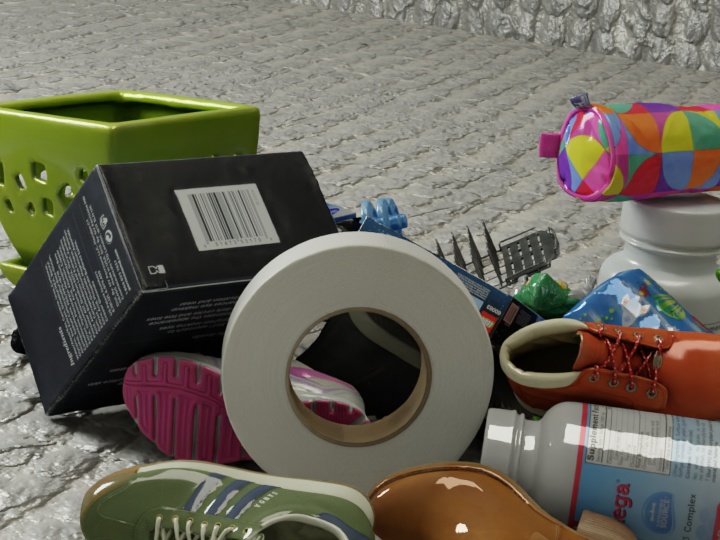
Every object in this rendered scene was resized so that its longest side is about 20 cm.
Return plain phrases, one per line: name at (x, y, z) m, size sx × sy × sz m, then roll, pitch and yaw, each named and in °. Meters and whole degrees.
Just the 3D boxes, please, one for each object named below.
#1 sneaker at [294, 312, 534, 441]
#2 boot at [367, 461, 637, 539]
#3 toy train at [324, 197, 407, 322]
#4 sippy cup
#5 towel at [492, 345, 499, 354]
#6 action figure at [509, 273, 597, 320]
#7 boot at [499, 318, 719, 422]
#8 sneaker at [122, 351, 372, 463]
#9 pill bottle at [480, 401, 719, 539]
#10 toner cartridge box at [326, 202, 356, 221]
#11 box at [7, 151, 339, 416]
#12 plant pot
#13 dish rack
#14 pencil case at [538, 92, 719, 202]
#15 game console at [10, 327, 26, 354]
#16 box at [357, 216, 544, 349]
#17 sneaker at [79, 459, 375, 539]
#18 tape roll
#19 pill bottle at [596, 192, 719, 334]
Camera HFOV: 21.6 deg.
sneaker at (0.043, 0.096, 1.530) m, size 0.199 × 0.106 × 0.075 m, roll 35°, pitch 34°, yaw -17°
boot at (0.081, 0.199, 1.234) m, size 0.199 × 0.077 × 0.155 m, roll 17°, pitch 23°, yaw 11°
toy train at (0.000, 0.000, 1.621) m, size 0.086 × 0.115 × 0.200 m, roll -11°, pitch 1°, yaw 11°
sippy cup at (0.220, 0.075, 1.478) m, size 0.177 × 0.140 × 0.131 m, roll -27°, pitch 71°, yaw -33°
towel at (0.072, 0.071, 1.658) m, size 0.199 × 0.035 × 0.132 m, roll -4°, pitch 8°, yaw -37°
action figure at (0.171, 0.030, 1.665) m, size 0.117 × 0.055 × 0.200 m, roll 1°, pitch -8°, yaw 12°
boot at (0.198, 0.073, 1.365) m, size 0.198 × 0.076 × 0.107 m, roll -3°, pitch -20°, yaw 18°
sneaker at (-0.085, 0.107, 1.462) m, size 0.198 × 0.082 × 0.088 m, roll 15°, pitch 16°, yaw 1°
pill bottle at (0.183, 0.152, 1.338) m, size 0.198 × 0.110 × 0.109 m, roll 7°, pitch 16°, yaw 6°
toner cartridge box at (-0.084, -0.001, 1.780) m, size 0.043 × 0.096 × 0.199 m, roll 19°, pitch 21°, yaw 34°
box at (-0.147, 0.010, 1.502) m, size 0.196 × 0.200 × 0.118 m, roll -6°, pitch 62°, yaw -37°
plant pot at (-0.225, -0.066, 1.771) m, size 0.198 × 0.183 × 0.199 m, roll 10°, pitch 16°, yaw 39°
dish rack at (0.090, -0.001, 1.785) m, size 0.199 × 0.055 × 0.154 m, roll -23°, pitch 14°, yaw 7°
pencil case at (0.249, -0.101, 1.551) m, size 0.199 × 0.089 × 0.088 m, roll -3°, pitch 19°, yaw -32°
game console at (-0.195, -0.005, 1.613) m, size 0.176 × 0.200 × 0.031 m, roll -6°, pitch 53°, yaw -37°
box at (0.082, 0.024, 1.514) m, size 0.136 × 0.038 × 0.200 m, roll 29°, pitch -1°, yaw 22°
sneaker at (-0.087, 0.174, 1.238) m, size 0.198 × 0.068 × 0.090 m, roll 3°, pitch 19°, yaw -4°
tape roll at (-0.002, 0.073, 1.379) m, size 0.201 × 0.205 × 0.037 m, roll 4°, pitch 16°, yaw -6°
pill bottle at (0.252, 0.037, 1.584) m, size 0.113 × 0.202 × 0.114 m, roll 5°, pitch 16°, yaw -1°
